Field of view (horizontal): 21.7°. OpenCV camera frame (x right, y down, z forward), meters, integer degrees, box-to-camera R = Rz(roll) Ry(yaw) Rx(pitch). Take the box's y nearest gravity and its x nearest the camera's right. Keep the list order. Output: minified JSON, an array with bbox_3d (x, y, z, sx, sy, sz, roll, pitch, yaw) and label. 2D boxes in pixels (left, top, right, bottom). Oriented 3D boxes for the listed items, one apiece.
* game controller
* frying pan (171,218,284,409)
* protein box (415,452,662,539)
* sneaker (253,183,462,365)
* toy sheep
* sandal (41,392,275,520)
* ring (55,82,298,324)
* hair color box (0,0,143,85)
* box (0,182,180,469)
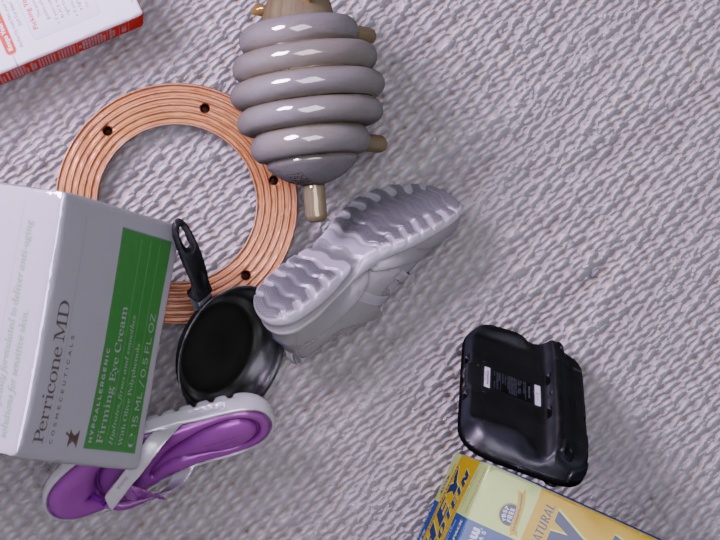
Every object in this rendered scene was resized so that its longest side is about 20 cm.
[{"bbox_3d":[0.129,0.104,1.491,0.104,0.200,0.042,13,115,-1],"label":"game controller"},{"bbox_3d":[-0.127,0.048,1.491,0.190,0.031,0.115,42,74,-46],"label":"frying pan"},{"bbox_3d":[0.150,0.247,1.475,0.200,0.199,0.135,24,85,-3],"label":"protein box"},{"bbox_3d":[0.000,0.000,1.548,0.200,0.082,0.075,-33,47,-17],"label":"sneaker"},{"bbox_3d":[-0.040,-0.138,1.507,0.138,0.138,0.200,-9,85,-6],"label":"toy sheep"},{"bbox_3d":[-0.162,0.155,1.493,0.203,0.082,0.050,-26,48,6],"label":"sandal"},{"bbox_3d":[-0.151,-0.055,1.552,0.200,0.019,0.201,0,87,-5],"label":"ring"},{"bbox_3d":[-0.289,-0.215,1.525,0.200,0.064,0.111,-23,91,-8],"label":"hair color box"},{"bbox_3d":[-0.273,0.036,1.423,0.200,0.171,0.199,8,85,27],"label":"box"}]
